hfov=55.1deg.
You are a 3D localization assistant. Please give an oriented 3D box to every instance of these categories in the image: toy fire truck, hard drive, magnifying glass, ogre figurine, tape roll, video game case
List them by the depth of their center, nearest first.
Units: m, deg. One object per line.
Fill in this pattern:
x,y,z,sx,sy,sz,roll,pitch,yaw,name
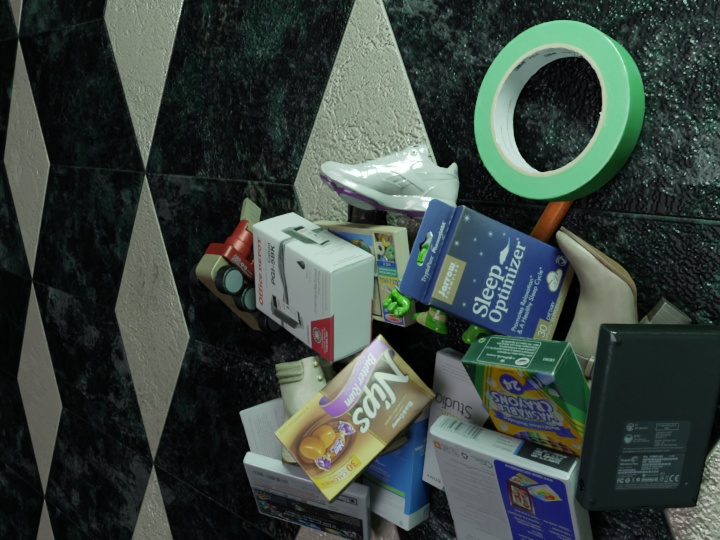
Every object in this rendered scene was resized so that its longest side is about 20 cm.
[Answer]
0.311,0.157,0.739,0.033,0.136,0.205,-117,29,-73,hard drive
0.228,-0.184,0.813,0.198,0.048,0.206,0,90,43,tape roll
0.138,0.027,0.878,0.197,0.097,0.123,22,100,32,ogre figurine
0.214,-0.016,0.886,0.080,0.022,0.203,44,126,30,magnifying glass
-0.079,0.360,1.083,0.195,0.024,0.184,12,139,12,video game case
-0.183,-0.018,1.195,0.127,0.176,0.203,5,58,42,toy fire truck

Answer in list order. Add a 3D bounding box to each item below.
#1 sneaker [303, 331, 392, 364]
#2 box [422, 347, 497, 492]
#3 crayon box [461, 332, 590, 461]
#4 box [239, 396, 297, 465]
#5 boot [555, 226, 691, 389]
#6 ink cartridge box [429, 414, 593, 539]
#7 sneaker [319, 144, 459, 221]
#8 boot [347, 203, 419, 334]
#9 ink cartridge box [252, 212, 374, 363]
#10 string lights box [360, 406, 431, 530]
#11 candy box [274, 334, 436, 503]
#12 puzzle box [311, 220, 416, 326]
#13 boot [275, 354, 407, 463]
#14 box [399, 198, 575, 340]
-0.027,0.094,1.083,0.198,0.072,0.084,10,102,48,sneaker
0.159,0.226,0.960,0.143,0.036,0.205,16,109,41,box
0.215,0.169,0.813,0.124,0.052,0.202,2,131,47,crayon box
-0.090,0.280,1.156,0.198,0.105,0.156,-23,81,42,box
0.270,0.067,0.796,0.199,0.070,0.148,41,110,20,boot
0.193,0.295,0.873,0.195,0.047,0.203,8,126,41,ink cartridge box
0.042,-0.128,0.942,0.075,0.195,0.102,165,117,-80,sneaker
0.041,-0.024,1.020,0.175,0.068,0.202,53,138,24,boot
-0.074,0.020,1.020,0.198,0.082,0.150,28,127,43,ink cartridge box
0.057,0.273,1.048,0.101,0.058,0.205,14,106,41,string lights box
-0.006,0.200,0.941,0.117,0.199,0.057,46,166,15,candy box
0.000,0.000,1.006,0.198,0.025,0.136,9,112,51,puzzle box
-0.033,0.197,1.012,0.196,0.072,0.159,-9,83,21,boot
0.153,0.006,0.817,0.032,0.196,0.124,-173,104,-77,box
